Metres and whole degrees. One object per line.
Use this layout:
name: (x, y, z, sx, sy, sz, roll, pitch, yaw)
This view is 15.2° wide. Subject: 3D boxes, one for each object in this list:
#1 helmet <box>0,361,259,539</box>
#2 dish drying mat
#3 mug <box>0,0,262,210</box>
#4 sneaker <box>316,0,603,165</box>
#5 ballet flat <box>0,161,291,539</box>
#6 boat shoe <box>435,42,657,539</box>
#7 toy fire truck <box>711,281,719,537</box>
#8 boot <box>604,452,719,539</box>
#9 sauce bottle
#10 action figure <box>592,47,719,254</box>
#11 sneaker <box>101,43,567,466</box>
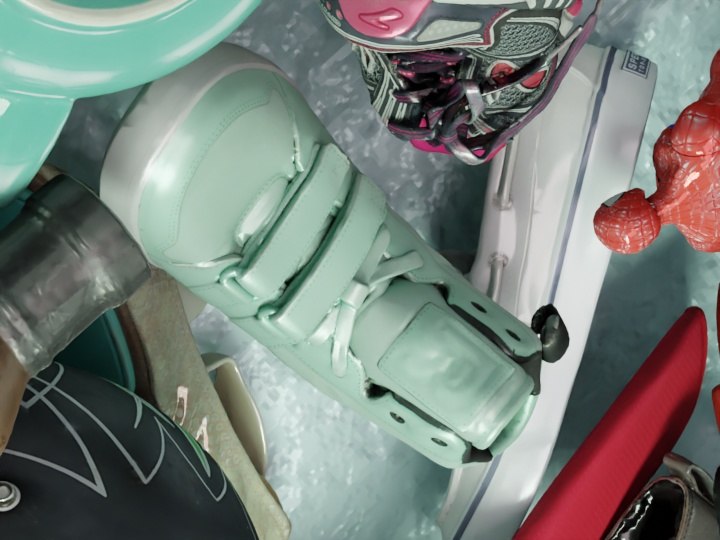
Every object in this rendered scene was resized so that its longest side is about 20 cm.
helmet: (-0.125, 0.119, 0.852, 0.200, 0.200, 0.191, 38, 78, -32)
dish drying mat: (0.070, 0.103, 0.990, 0.200, 0.018, 0.077, -49, 158, -28)
mug: (-0.081, -0.111, 0.751, 0.152, 0.114, 0.185, -25, 119, -13)
sneaker: (0.030, -0.071, 0.828, 0.081, 0.200, 0.075, 17, 94, 13)
ballet flat: (-0.075, 0.033, 0.943, 0.062, 0.067, 0.200, -43, 130, -35)
boat shoe: (0.052, 0.011, 0.986, 0.065, 0.074, 0.200, 16, 98, 2)
toy fire truck: (0.193, 0.005, 0.973, 0.128, 0.176, 0.200, -14, 80, 21)
boot: (0.127, 0.176, 1.060, 0.174, 0.069, 0.200, 17, 93, -46)
sauce bottle: (-0.144, 0.051, 0.749, 0.200, 0.065, 0.065, -44, 122, -16)
action figure: (0.148, -0.062, 0.969, 0.200, 0.052, 0.066, -41, 136, -36)
sneaker: (0.000, 0.000, 0.865, 0.074, 0.118, 0.200, -55, 152, -5)
